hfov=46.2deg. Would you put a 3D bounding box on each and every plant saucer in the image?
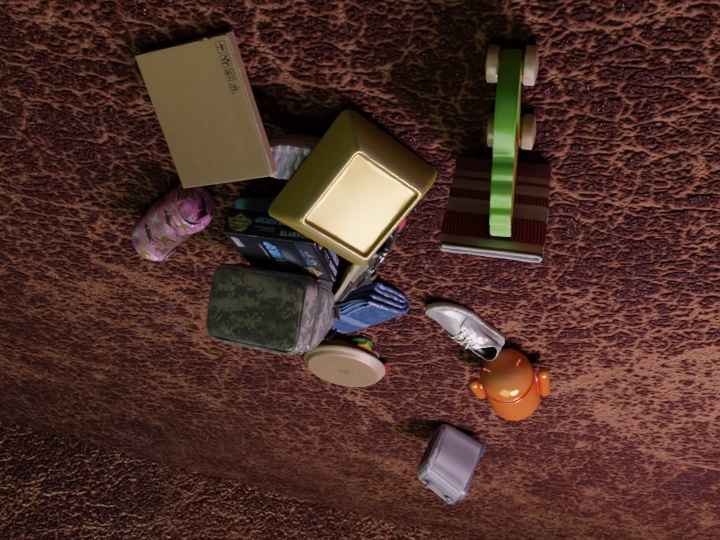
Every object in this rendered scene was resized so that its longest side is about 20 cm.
[{"bbox_3d":[-0.004,-0.106,1.251,0.198,0.049,0.201,29,111,-34],"label":"plant saucer"}]

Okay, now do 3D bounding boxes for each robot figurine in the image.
[{"bbox_3d":[0.316,0.238,1.771,0.142,0.117,0.201,28,162,33],"label":"robot figurine"}]

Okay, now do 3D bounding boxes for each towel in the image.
[{"bbox_3d":[-0.002,0.081,1.679,0.110,0.050,0.198,22,150,-36],"label":"towel"},{"bbox_3d":[0.191,-0.088,1.178,0.141,0.202,0.023,6,135,11],"label":"towel"}]

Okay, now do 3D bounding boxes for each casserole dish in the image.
[{"bbox_3d":[-0.128,-0.082,1.438,0.196,0.040,0.121,3,162,24],"label":"casserole dish"}]

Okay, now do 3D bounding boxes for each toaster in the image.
[{"bbox_3d":[0.233,0.488,2.179,0.128,0.202,0.114,32,148,-1],"label":"toaster"}]

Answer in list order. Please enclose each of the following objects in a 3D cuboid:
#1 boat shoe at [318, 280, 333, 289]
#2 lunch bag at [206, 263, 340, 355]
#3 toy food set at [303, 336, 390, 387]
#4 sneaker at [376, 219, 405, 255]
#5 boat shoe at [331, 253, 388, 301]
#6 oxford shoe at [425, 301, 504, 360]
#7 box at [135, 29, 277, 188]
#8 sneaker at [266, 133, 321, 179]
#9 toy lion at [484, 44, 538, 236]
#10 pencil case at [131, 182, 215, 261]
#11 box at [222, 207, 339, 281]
[{"bbox_3d":[-0.112,0.027,1.619,0.196,0.067,0.072,10,148,2],"label":"boat shoe"},{"bbox_3d":[-0.149,0.067,1.491,0.196,0.143,0.167,8,-176,19],"label":"lunch bag"},{"bbox_3d":[-0.032,0.210,1.922,0.194,0.049,0.201,1,148,19],"label":"toy food set"},{"bbox_3d":[-0.018,-0.090,1.355,0.198,0.100,0.071,28,149,-23],"label":"sneaker"},{"bbox_3d":[0.000,0.000,1.514,0.064,0.074,0.201,18,144,-13],"label":"boat shoe"},{"bbox_3d":[0.209,0.121,1.670,0.198,0.059,0.075,32,148,-27],"label":"oxford shoe"},{"bbox_3d":[-0.217,-0.220,1.186,0.160,0.021,0.204,-4,117,27],"label":"box"},{"bbox_3d":[-0.059,-0.175,1.264,0.196,0.083,0.076,9,122,-25],"label":"sneaker"},{"bbox_3d":[0.185,-0.152,1.072,0.067,0.195,0.201,5,149,12],"label":"toy lion"},{"bbox_3d":[-0.334,-0.085,1.497,0.086,0.084,0.199,28,146,-26],"label":"pencil case"},{"bbox_3d":[-0.127,-0.041,1.420,0.155,0.047,0.200,8,164,10],"label":"box"}]
